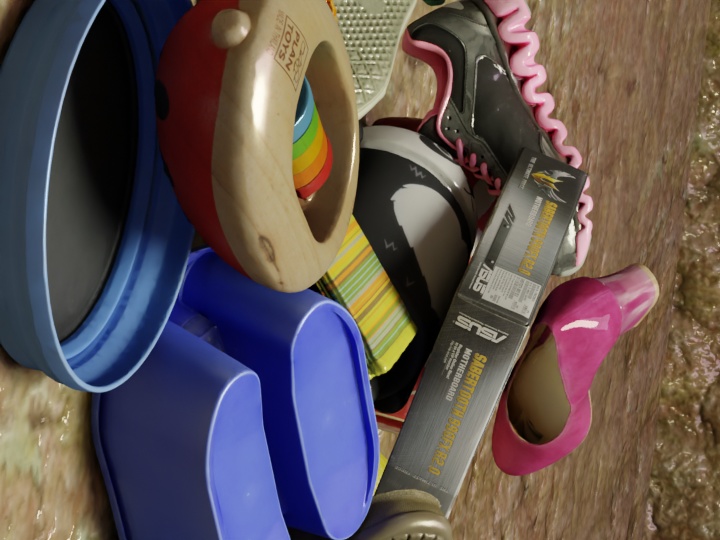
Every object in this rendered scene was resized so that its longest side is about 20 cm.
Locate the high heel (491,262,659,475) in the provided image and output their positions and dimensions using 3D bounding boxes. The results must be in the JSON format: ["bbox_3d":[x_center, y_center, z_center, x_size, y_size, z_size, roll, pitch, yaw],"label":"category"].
[{"bbox_3d":[0.110,0.075,1.404,0.096,0.068,0.200,-23,159,-41],"label":"high heel"}]

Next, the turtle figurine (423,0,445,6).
[{"bbox_3d":[0.068,-0.258,1.518,0.150,0.101,0.200,-47,178,1],"label":"turtle figurine"}]

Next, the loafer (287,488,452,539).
[{"bbox_3d":[-0.026,0.156,1.313,0.076,0.199,0.068,16,61,-40],"label":"loafer"}]

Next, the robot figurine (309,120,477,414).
[{"bbox_3d":[0.001,-0.001,1.368,0.151,0.124,0.201,-63,180,42],"label":"robot figurine"}]

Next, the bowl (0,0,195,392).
[{"bbox_3d":[-0.124,-0.046,1.056,0.200,0.039,0.203,9,90,-75],"label":"bowl"}]

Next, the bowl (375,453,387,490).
[{"bbox_3d":[-0.006,0.201,1.486,0.200,0.107,0.202,9,90,-74],"label":"bowl"}]

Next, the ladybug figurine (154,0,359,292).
[{"bbox_3d":[-0.051,-0.069,1.096,0.200,0.071,0.137,73,28,-58],"label":"ladybug figurine"}]

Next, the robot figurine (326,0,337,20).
[{"bbox_3d":[-0.037,-0.226,1.236,0.145,0.058,0.202,-19,117,-74],"label":"robot figurine"}]

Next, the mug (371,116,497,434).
[{"bbox_3d":[0.028,0.004,1.545,0.133,0.176,0.202,-5,-111,67],"label":"mug"}]

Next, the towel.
[{"bbox_3d":[-0.031,-0.038,1.239,0.201,0.018,0.086,60,19,-5],"label":"towel"}]

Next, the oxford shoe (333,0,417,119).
[{"bbox_3d":[-0.017,-0.131,1.361,0.058,0.075,0.200,-47,-170,42],"label":"oxford shoe"}]

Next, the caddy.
[{"bbox_3d":[-0.072,0.084,1.198,0.141,0.104,0.201,-40,136,-35],"label":"caddy"}]

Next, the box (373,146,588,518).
[{"bbox_3d":[0.075,0.039,1.366,0.200,0.048,0.159,-61,172,-59],"label":"box"}]

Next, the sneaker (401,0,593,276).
[{"bbox_3d":[0.085,-0.085,1.466,0.079,0.095,0.202,146,-76,-74],"label":"sneaker"}]
